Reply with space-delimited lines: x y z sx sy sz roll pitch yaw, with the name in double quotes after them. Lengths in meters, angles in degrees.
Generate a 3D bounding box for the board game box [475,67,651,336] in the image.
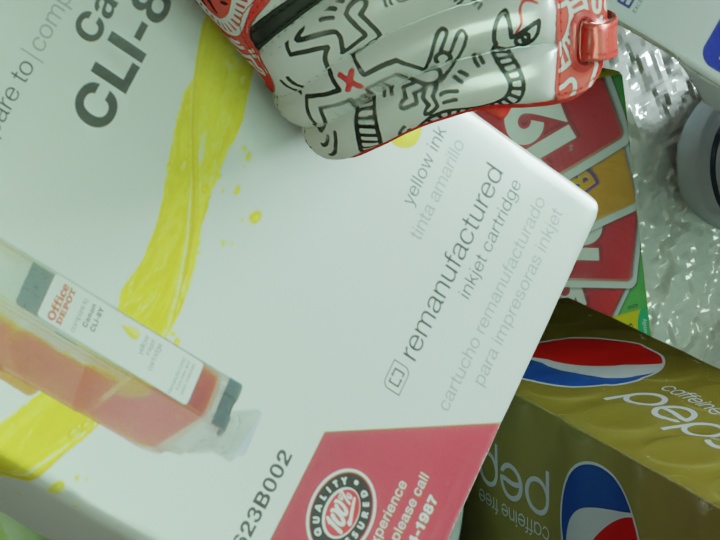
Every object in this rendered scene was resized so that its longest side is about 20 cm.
0.000 0.000 0.795 0.199 0.030 0.096 -13 105 -21 "board game box"

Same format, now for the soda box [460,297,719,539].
0.083 0.065 0.722 0.067 0.200 0.064 -9 107 -24 "soda box"

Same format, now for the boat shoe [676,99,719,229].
0.208 -0.052 0.864 0.199 0.067 0.074 -14 104 -23 "boat shoe"

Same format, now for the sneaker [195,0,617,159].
0.050 -0.109 0.597 0.201 0.067 0.108 -32 105 -4 "sneaker"

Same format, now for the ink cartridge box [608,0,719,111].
0.174 -0.065 0.742 0.199 0.037 0.095 31 84 1 "ink cartridge box"

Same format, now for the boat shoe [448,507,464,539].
-0.014 0.133 0.771 0.065 0.073 0.201 8 109 -60 "boat shoe"

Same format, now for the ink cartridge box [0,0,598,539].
-0.058 -0.005 0.639 0.200 0.083 0.146 33 74 -24 "ink cartridge box"

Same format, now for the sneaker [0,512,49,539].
-0.063 0.049 0.720 0.200 0.077 0.076 -41 106 -5 "sneaker"
